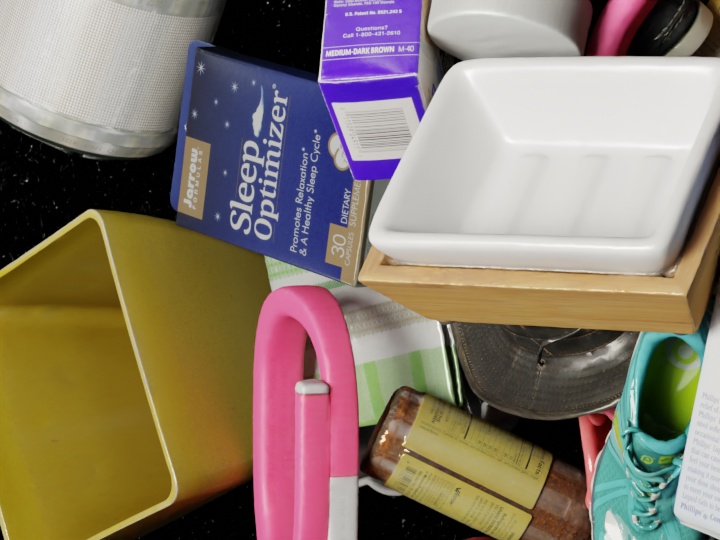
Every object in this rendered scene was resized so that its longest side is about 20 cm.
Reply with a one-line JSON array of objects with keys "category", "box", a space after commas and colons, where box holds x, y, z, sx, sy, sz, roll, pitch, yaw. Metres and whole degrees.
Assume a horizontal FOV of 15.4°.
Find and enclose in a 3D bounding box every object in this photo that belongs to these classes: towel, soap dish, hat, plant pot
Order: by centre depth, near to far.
[{"category": "soap dish", "box": [0.117, -0.040, 1.449, 0.200, 0.081, 0.157, 3, 51, 32]}, {"category": "hat", "box": [0.106, -0.008, 1.557, 0.200, 0.081, 0.201, -24, 53, 36]}, {"category": "towel", "box": [0.000, 0.000, 1.701, 0.149, 0.031, 0.200, -13, 85, 44]}, {"category": "plant pot", "box": [-0.138, 0.078, 1.821, 0.200, 0.176, 0.200, -30, 73, 45]}]

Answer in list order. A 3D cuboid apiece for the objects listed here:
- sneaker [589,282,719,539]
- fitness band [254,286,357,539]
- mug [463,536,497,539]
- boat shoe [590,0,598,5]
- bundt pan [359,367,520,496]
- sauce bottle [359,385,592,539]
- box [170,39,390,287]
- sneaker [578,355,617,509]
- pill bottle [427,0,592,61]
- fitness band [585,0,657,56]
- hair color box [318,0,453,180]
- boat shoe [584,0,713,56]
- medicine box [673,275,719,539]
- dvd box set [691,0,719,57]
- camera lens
[{"category": "sneaker", "box": [0.163, 0.101, 1.474, 0.077, 0.080, 0.200, 12, 110, 17]}, {"category": "fitness band", "box": [-0.038, 0.110, 1.651, 0.144, 0.037, 0.200, -150, 61, -71]}, {"category": "mug", "box": [0.084, 0.291, 1.669, 0.178, 0.133, 0.200, -52, 56, 29]}, {"category": "boat shoe", "box": [0.148, -0.196, 1.622, 0.200, 0.072, 0.072, -31, 65, 34]}, {"category": "bundt pan", "box": [0.038, 0.044, 1.732, 0.202, 0.076, 0.202, 1, 92, 42]}, {"category": "sauce bottle", "box": [0.100, 0.139, 1.628, 0.200, 0.066, 0.066, 28, 116, -3]}, {"category": "box", "box": [-0.058, -0.072, 1.708, 0.200, 0.032, 0.121, 19, 107, 42]}, {"category": "sneaker", "box": [0.169, 0.058, 1.567, 0.074, 0.087, 0.200, 5, 95, 43]}, {"category": "pill bottle", "box": [0.100, -0.222, 1.536, 0.109, 0.110, 0.200, -2, 70, 42]}, {"category": "fitness band", "box": [0.214, -0.135, 1.509, 0.144, 0.037, 0.200, 38, 98, 14]}, {"category": "hair color box", "box": [0.020, -0.166, 1.592, 0.065, 0.109, 0.200, -4, 59, 10]}, {"category": "boat shoe", "box": [0.115, -0.120, 1.603, 0.199, 0.066, 0.075, -29, 28, 35]}, {"category": "medicine box", "box": [0.277, 0.048, 1.443, 0.103, 0.182, 0.200, 19, 104, 40]}, {"category": "dvd box set", "box": [0.230, -0.068, 1.583, 0.146, 0.029, 0.200, 45, 121, 32]}, {"category": "camera lens", "box": [-0.177, -0.189, 1.862, 0.160, 0.160, 0.200, 36, 115, 35]}]
